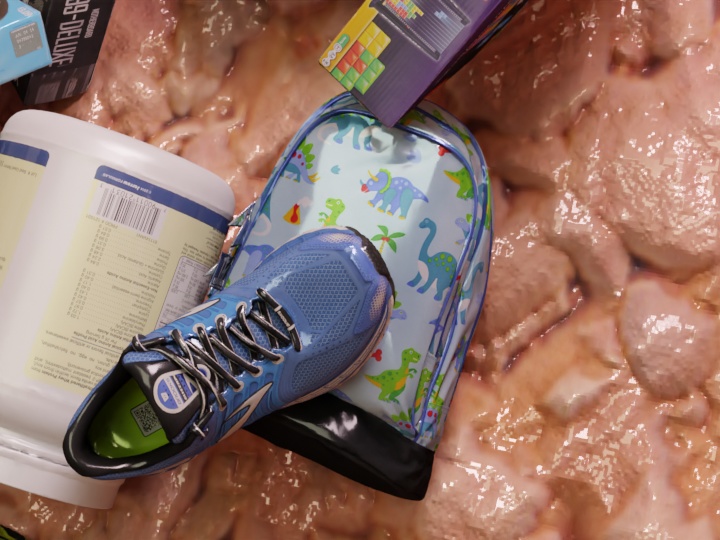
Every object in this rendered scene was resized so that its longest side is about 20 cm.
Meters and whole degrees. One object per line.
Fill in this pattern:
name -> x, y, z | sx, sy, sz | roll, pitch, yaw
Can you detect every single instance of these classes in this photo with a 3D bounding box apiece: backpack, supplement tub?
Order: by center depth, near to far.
backpack -> 0.000, 0.000, 0.905 | 0.162, 0.154, 0.201 | 25, 75, 13
supplement tub -> -0.168, 0.023, 0.948 | 0.144, 0.145, 0.201 | 18, 86, 21

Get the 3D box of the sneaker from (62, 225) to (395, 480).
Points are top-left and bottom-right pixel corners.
sneaker -> -0.068, 0.051, 0.818 | 0.200, 0.089, 0.079 | -37, 88, 18

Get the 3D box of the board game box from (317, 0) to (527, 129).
board game box -> 0.083, -0.180, 0.846 | 0.057, 0.165, 0.200 | 43, 123, 0

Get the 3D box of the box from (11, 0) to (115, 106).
box -> -0.218, -0.229, 1.016 | 0.050, 0.158, 0.201 | -20, 66, -32

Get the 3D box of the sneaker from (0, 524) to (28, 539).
sneaker -> -0.184, 0.220, 0.961 | 0.199, 0.075, 0.077 | 27, 96, 32

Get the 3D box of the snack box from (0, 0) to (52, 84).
snack box -> -0.287, -0.150, 1.004 | 0.116, 0.037, 0.200 | -28, 37, -26
